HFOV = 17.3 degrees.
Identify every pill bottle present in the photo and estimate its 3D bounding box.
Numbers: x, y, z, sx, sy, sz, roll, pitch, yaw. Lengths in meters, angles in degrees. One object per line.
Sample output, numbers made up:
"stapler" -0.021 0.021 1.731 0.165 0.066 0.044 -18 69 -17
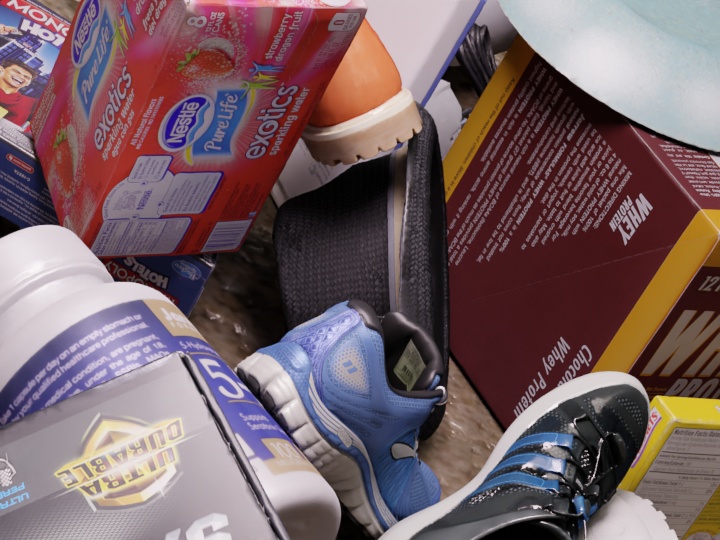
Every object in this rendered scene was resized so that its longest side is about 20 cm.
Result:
"pill bottle" -0.113 0.076 1.106 0.120 0.120 0.200 -10 50 -48

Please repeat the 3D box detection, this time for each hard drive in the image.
"hard drive" -0.003 -0.122 1.410 0.025 0.200 0.132 8 37 -33

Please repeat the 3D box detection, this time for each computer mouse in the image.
"computer mouse" 0.055 -0.086 1.528 0.200 0.044 0.110 -37 114 -52

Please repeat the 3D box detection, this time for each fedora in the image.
"fedora" 0.000 0.000 1.314 0.091 0.201 0.201 -2 33 5

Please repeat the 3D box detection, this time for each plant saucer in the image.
"plant saucer" 0.171 -0.144 1.365 0.201 0.039 0.201 21 32 -13

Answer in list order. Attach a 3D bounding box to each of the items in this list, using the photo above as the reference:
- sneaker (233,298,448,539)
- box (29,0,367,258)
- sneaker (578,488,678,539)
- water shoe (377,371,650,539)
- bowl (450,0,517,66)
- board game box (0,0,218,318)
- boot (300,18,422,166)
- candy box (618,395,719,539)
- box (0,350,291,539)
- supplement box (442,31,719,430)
"sneaker" 0.012 0.076 1.185 0.079 0.089 0.200 49 -4 29
"box" -0.086 -0.101 1.191 0.100 0.200 0.096 -4 55 -29
"sneaker" 0.121 0.180 1.210 0.080 0.076 0.200 8 34 -15
"water shoe" 0.092 0.127 1.192 0.200 0.072 0.079 -38 31 -26
"bowl" 0.029 -0.216 1.646 0.201 0.090 0.201 55 -6 9
"board game box" -0.146 -0.073 1.353 0.200 0.062 0.200 32 30 2
"boot" -0.036 -0.125 1.300 0.075 0.107 0.200 -30 18 -17
"candy box" 0.222 0.120 1.350 0.200 0.102 0.026 6 33 -36
"box" -0.126 0.142 0.953 0.200 0.046 0.159 -23 68 -17
"supplement box" 0.152 -0.011 1.385 0.133 0.197 0.200 2 41 -39
